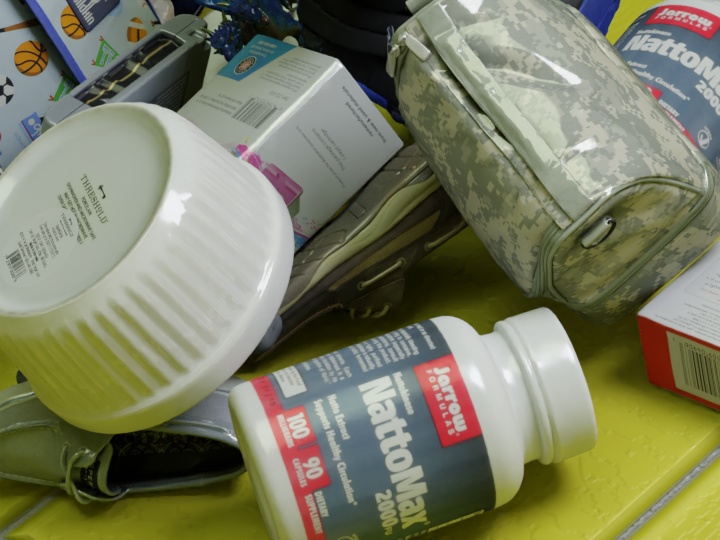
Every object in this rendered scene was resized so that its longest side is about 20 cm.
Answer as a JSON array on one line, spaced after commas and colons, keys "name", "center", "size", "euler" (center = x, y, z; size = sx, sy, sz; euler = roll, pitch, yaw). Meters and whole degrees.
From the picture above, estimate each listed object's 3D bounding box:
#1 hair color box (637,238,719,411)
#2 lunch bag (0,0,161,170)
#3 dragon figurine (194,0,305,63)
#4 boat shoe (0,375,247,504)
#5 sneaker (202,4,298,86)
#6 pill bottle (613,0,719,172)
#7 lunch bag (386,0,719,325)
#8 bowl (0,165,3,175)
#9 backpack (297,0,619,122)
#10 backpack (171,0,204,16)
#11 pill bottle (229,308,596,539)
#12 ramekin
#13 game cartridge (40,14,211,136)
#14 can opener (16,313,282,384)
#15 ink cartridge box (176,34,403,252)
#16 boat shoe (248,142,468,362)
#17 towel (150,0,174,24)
[{"name": "hair color box", "center": [0.282, 0.012, 1.498], "size": [0.111, 0.064, 0.200], "euler": [23, 51, 40]}, {"name": "lunch bag", "center": [-0.258, -0.173, 1.768], "size": [0.200, 0.170, 0.124], "euler": [-37, 22, -9]}, {"name": "dragon figurine", "center": [-0.088, -0.210, 1.769], "size": [0.059, 0.099, 0.200], "euler": [-36, 40, 14]}, {"name": "boat shoe", "center": [-0.161, 0.111, 1.500], "size": [0.200, 0.070, 0.072], "euler": [-6, 34, 5]}, {"name": "sneaker", "center": [-0.041, -0.178, 1.833], "size": [0.200, 0.075, 0.087], "euler": [-21, 46, 29]}, {"name": "pill bottle", "center": [0.221, -0.119, 1.641], "size": [0.119, 0.120, 0.200], "euler": [13, 44, 31]}, {"name": "lunch bag", "center": [0.115, -0.080, 1.462], "size": [0.139, 0.168, 0.200], "euler": [-40, 65, 10]}, {"name": "bowl", "center": [-0.298, -0.020, 1.662], "size": [0.094, 0.201, 0.201], "euler": [17, 29, -24]}, {"name": "backpack", "center": [0.063, -0.172, 1.671], "size": [0.200, 0.168, 0.163], "euler": [28, 91, 17]}, {"name": "backpack", "center": [-0.168, -0.304, 1.905], "size": [0.200, 0.167, 0.163], "euler": [-52, 32, 24]}, {"name": "pill bottle", "center": [0.032, 0.095, 1.405], "size": [0.199, 0.120, 0.120], "euler": [-19, 37, -7]}, {"name": "ramekin", "center": [-0.150, -0.010, 1.453], "size": [0.200, 0.105, 0.201], "euler": [-20, 47, 24]}, {"name": "game cartridge", "center": [-0.179, -0.094, 1.714], "size": [0.040, 0.134, 0.200], "euler": [24, 36, 16]}, {"name": "can opener", "center": [-0.138, 0.052, 1.537], "size": [0.200, 0.053, 0.067], "euler": [-15, 39, 37]}, {"name": "ink cartridge box", "center": [-0.091, -0.059, 1.621], "size": [0.200, 0.085, 0.144], "euler": [-44, 27, -10]}, {"name": "boat shoe", "center": [0.000, 0.000, 1.584], "size": [0.200, 0.073, 0.075], "euler": [-40, 18, 4]}, {"name": "towel", "center": [-0.240, -0.213, 1.851], "size": [0.190, 0.201, 0.032], "euler": [-6, 18, 12]}]
